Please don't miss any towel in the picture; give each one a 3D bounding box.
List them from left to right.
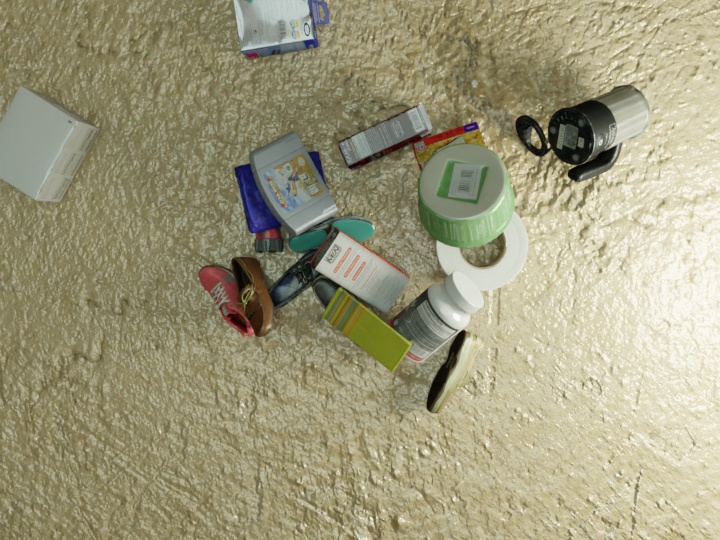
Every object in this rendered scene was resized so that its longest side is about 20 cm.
[{"bbox_3d":[-0.165,-0.174,1.489,0.199,0.049,0.149,-16,97,-23],"label":"towel"},{"bbox_3d":[0.012,0.126,1.464,0.199,0.018,0.086,38,117,11],"label":"towel"}]

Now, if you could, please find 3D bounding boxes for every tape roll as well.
[{"bbox_3d":[0.265,-0.057,1.500,0.200,0.071,0.205,0,93,4],"label":"tape roll"}]

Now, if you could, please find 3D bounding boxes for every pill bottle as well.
[{"bbox_3d":[0.162,0.099,1.463,0.116,0.116,0.200,47,118,0],"label":"pill bottle"}]

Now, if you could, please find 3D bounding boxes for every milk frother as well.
[{"bbox_3d":[0.463,-0.310,1.447,0.187,0.181,0.200,-25,58,-29],"label":"milk frother"}]

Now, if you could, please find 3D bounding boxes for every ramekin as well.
[{"bbox_3d":[0.207,-0.156,1.363,0.198,0.098,0.202,-5,67,11],"label":"ramekin"}]

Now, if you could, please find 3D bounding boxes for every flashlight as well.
[{"bbox_3d":[-0.207,-0.141,1.533,0.067,0.068,0.202,0,89,-20],"label":"flashlight"}]

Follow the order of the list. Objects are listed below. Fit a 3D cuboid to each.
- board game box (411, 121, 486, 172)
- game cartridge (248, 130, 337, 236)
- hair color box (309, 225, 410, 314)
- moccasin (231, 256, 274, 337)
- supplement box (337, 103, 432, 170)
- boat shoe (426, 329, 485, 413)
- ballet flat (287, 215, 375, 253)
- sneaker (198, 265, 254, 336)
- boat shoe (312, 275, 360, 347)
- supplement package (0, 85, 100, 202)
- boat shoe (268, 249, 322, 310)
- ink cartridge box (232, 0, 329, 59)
[{"bbox_3d":[0.209,-0.207,1.465,0.150,0.046,0.201,-18,65,5],"label":"board game box"},{"bbox_3d":[-0.148,-0.183,1.457,0.133,0.041,0.201,-32,97,-27],"label":"game cartridge"},{"bbox_3d":[0.000,0.000,1.492,0.199,0.061,0.102,34,95,-22],"label":"hair color box"},{"bbox_3d":[-0.241,0.054,1.493,0.074,0.077,0.203,-39,56,37],"label":"moccasin"},{"bbox_3d":[0.054,-0.287,1.481,0.199,0.109,0.061,-23,92,6],"label":"supplement box"},{"bbox_3d":[0.219,0.238,1.526,0.076,0.072,0.201,26,97,-14],"label":"boat shoe"},{"bbox_3d":[-0.066,-0.090,1.521,0.198,0.074,0.075,-9,93,0],"label":"ballet flat"},{"bbox_3d":[-0.293,0.067,1.530,0.200,0.087,0.074,46,110,0],"label":"sneaker"},{"bbox_3d":[-0.033,0.094,1.519,0.200,0.065,0.073,44,109,-6],"label":"boat shoe"},{"bbox_3d":[-0.720,-0.280,1.534,0.155,0.111,0.201,32,95,1],"label":"supplement package"},{"bbox_3d":[-0.143,0.018,1.534,0.200,0.066,0.070,-38,91,5],"label":"boat shoe"},{"bbox_3d":[-0.170,-0.554,1.496,0.198,0.076,0.138,-8,94,6],"label":"ink cartridge box"}]
